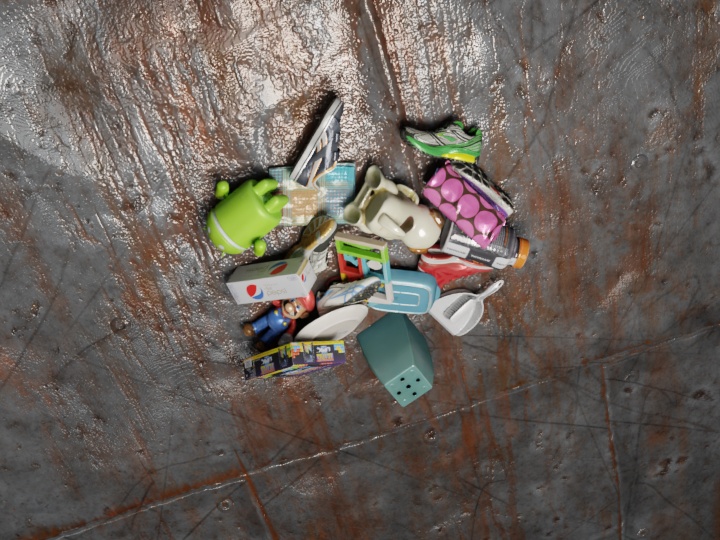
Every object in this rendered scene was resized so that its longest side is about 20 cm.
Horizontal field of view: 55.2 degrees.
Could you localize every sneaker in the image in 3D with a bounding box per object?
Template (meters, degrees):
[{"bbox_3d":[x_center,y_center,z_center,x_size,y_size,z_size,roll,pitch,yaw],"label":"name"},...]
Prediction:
[{"bbox_3d":[-0.034,0.050,1.616,0.198,0.074,0.071,-26,164,37],"label":"sneaker"},{"bbox_3d":[-0.100,-0.048,1.589,0.087,0.077,0.200,24,131,-28],"label":"sneaker"},{"bbox_3d":[0.270,-0.176,1.597,0.199,0.081,0.083,39,118,-23],"label":"sneaker"},{"bbox_3d":[0.178,-0.295,1.523,0.196,0.078,0.087,5,108,-21],"label":"sneaker"},{"bbox_3d":[-0.074,-0.267,1.473,0.078,0.079,0.202,28,111,-11],"label":"sneaker"},{"bbox_3d":[0.229,-0.002,1.695,0.196,0.079,0.117,8,131,-11],"label":"sneaker"}]

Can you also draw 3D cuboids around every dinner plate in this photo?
[{"bbox_3d":[-0.067,0.143,1.661,0.197,0.025,0.201,-24,161,-9],"label":"dinner plate"}]

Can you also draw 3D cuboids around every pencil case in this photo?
[{"bbox_3d":[0.232,-0.145,1.526,0.200,0.091,0.094,43,94,4],"label":"pencil case"}]

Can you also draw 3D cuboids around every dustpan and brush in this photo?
[{"bbox_3d":[0.278,0.080,1.742,0.200,0.057,0.139,-43,117,13],"label":"dustpan and brush"}]

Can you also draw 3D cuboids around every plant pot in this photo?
[{"bbox_3d":[0.096,0.226,1.705,0.140,0.201,0.142,-34,119,10],"label":"plant pot"}]

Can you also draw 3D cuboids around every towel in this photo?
[{"bbox_3d":[-0.106,-0.169,1.557,0.196,0.022,0.149,-4,118,-8],"label":"towel"}]

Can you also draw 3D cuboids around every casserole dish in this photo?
[{"bbox_3d":[0.096,0.056,1.675,0.196,0.039,0.123,6,130,3],"label":"casserole dish"}]

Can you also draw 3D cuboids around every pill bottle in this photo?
[{"bbox_3d":[0.294,-0.066,1.617,0.196,0.107,0.108,17,115,-4],"label":"pill bottle"}]

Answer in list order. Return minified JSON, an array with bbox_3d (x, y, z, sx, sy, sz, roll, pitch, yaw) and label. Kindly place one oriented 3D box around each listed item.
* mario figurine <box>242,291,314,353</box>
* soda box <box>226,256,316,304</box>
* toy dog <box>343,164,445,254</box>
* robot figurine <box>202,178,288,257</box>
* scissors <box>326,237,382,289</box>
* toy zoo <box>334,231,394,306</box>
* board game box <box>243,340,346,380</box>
[{"bbox_3d":[-0.193,0.108,1.640,0.199,0.107,0.123,-41,124,15],"label":"mario figurine"},{"bbox_3d":[-0.203,0.023,1.567,0.196,0.069,0.064,-7,124,27],"label":"soda box"},{"bbox_3d":[0.095,-0.121,1.529,0.198,0.194,0.141,22,99,-34],"label":"toy dog"},{"bbox_3d":[-0.252,-0.116,1.499,0.199,0.116,0.177,-35,91,17],"label":"robot figurine"},{"bbox_3d":[0.000,0.000,1.675,0.199,0.014,0.073,-40,115,10],"label":"scissors"},{"bbox_3d":[0.011,0.007,1.607,0.129,0.021,0.203,14,134,25],"label":"toy zoo"},{"bbox_3d":[-0.158,0.215,1.638,0.163,0.058,0.198,4,161,-42],"label":"board game box"}]
